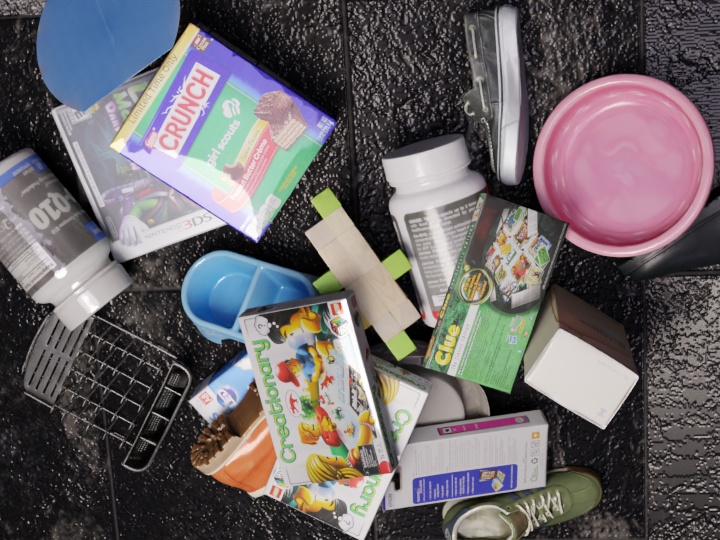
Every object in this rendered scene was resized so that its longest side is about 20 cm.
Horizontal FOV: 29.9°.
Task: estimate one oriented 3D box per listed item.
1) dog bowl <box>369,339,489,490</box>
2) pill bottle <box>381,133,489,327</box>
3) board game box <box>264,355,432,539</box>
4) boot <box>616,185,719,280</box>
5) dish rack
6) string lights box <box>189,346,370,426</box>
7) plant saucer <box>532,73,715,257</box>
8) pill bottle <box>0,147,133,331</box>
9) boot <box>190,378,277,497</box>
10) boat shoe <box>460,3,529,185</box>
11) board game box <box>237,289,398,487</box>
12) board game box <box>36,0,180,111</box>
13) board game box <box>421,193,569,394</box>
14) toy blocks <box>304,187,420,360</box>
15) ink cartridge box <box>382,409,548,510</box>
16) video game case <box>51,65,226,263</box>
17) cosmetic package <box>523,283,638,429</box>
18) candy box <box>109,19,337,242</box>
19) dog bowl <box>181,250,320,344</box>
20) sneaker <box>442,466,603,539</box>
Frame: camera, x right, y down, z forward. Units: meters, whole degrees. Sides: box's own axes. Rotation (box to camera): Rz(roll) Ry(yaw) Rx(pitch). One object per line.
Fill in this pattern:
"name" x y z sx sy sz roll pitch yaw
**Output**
"dog bowl" 0.048 0.168 1.579 0.200 0.059 0.200 -5 120 -9
"pill bottle" 0.099 -0.046 1.522 0.114 0.114 0.200 -15 102 10
"board game box" -0.015 0.188 1.499 0.126 0.035 0.200 24 111 6
"boot" 0.415 0.001 1.515 0.200 0.076 0.168 -34 94 7
"dish rack" -0.315 0.135 1.646 0.200 0.055 0.153 28 105 -1
"string lights box" -0.095 0.125 1.614 0.200 0.059 0.103 -39 99 14
"plant saucer" 0.293 -0.114 1.487 0.200 0.051 0.201 -1 88 25
"pill bottle" -0.366 -0.034 1.575 0.114 0.114 0.200 -38 96 14
"boot" -0.092 0.179 1.571 0.200 0.075 0.107 -44 118 9
"boat shoe" 0.148 -0.195 1.509 0.071 0.072 0.200 -2 94 16
"board game box" -0.044 0.128 1.444 0.126 0.035 0.200 -11 102 19
"board game box" -0.279 -0.274 1.533 0.200 0.039 0.158 -32 67 18
"board game box" 0.148 0.026 1.473 0.105 0.023 0.200 19 93 -17
"toy blocks" 0.000 0.000 1.537 0.100 0.137 0.200 -36 95 1
"ink cartridge box" 0.119 0.222 1.569 0.200 0.037 0.095 -8 122 -9
"video game case" -0.244 -0.129 1.587 0.182 0.023 0.200 -19 101 10
"cosmetic package" 0.240 0.090 1.494 0.103 0.200 0.073 31 104 -3
"candy box" -0.153 -0.158 1.522 0.200 0.077 0.169 33 97 -8
"dog bowl" -0.121 0.038 1.554 0.200 0.050 0.112 16 80 28
"sneaker" 0.193 0.294 1.607 0.200 0.090 0.067 -14 102 10
